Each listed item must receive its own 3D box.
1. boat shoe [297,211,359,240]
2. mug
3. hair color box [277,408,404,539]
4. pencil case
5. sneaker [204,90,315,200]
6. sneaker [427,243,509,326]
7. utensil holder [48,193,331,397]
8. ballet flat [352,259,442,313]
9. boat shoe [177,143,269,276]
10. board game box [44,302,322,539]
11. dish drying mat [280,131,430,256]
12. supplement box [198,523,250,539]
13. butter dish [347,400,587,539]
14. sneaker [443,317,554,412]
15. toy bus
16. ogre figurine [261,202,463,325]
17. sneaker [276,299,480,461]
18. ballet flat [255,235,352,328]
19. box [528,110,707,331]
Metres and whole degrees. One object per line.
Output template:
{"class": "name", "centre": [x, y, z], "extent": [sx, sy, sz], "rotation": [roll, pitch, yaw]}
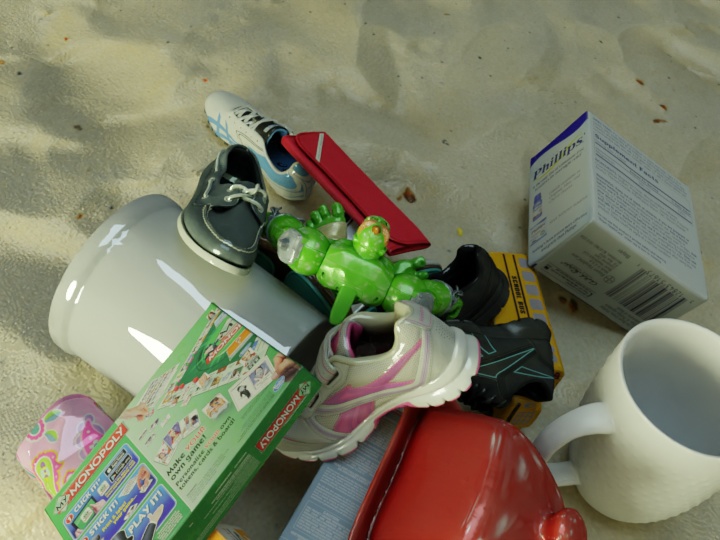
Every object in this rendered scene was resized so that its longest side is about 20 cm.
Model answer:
{"class": "boat shoe", "centre": [-0.056, -0.023, 0.911], "extent": [0.068, 0.074, 0.200], "rotation": [40, 59, 1]}
{"class": "mug", "centre": [0.251, 0.158, 0.772], "extent": [0.198, 0.176, 0.148], "rotation": [-3, 50, -18]}
{"class": "hair color box", "centre": [-0.013, 0.199, 0.711], "extent": [0.060, 0.099, 0.200], "rotation": [26, 48, 10]}
{"class": "pencil case", "centre": [-0.199, 0.194, 0.676], "extent": [0.200, 0.088, 0.087], "rotation": [41, 51, 21]}
{"class": "sneaker", "centre": [-0.122, -0.169, 1.021], "extent": [0.072, 0.073, 0.200], "rotation": [-29, 62, -33]}
{"class": "sneaker", "centre": [0.069, 0.054, 0.836], "extent": [0.076, 0.091, 0.200], "rotation": [26, 72, 37]}
{"class": "utensil holder", "centre": [-0.149, 0.055, 0.754], "extent": [0.199, 0.171, 0.170], "rotation": [33, 49, 10]}
{"class": "ballet flat", "centre": [0.007, 0.030, 0.893], "extent": [0.199, 0.070, 0.069], "rotation": [-33, 65, -32]}
{"class": "boat shoe", "centre": [-0.117, -0.061, 0.740], "extent": [0.072, 0.062, 0.200], "rotation": [28, 18, -19]}
{"class": "board game box", "centre": [-0.132, 0.129, 0.595], "extent": [0.200, 0.029, 0.134], "rotation": [-52, 41, -10]}
{"class": "dish drying mat", "centre": [-0.006, -0.092, 0.932], "extent": [0.076, 0.018, 0.200], "rotation": [-11, 51, -48]}
{"class": "supplement box", "centre": [-0.115, 0.292, 0.557], "extent": [0.126, 0.074, 0.200], "rotation": [37, 80, 18]}
{"class": "butter dish", "centre": [0.108, 0.208, 0.655], "extent": [0.200, 0.147, 0.201], "rotation": [56, 44, -27]}
{"class": "sneaker", "centre": [0.103, 0.089, 0.764], "extent": [0.198, 0.075, 0.080], "rotation": [-1, 70, -25]}
{"class": "toy bus", "centre": [0.165, 0.075, 0.896], "extent": [0.078, 0.065, 0.201], "rotation": [5, 48, -14]}
{"class": "ogre figurine", "centre": [0.000, 0.000, 0.734], "extent": [0.200, 0.098, 0.120], "rotation": [44, 7, -4]}
{"class": "sneaker", "centre": [-0.006, 0.082, 0.669], "extent": [0.088, 0.199, 0.082], "rotation": [48, 23, -26]}
{"class": "ballet flat", "centre": [-0.067, 0.001, 0.827], "extent": [0.199, 0.068, 0.072], "rotation": [36, 44, 15]}
{"class": "box", "centre": [0.303, -0.056, 0.988], "extent": [0.183, 0.105, 0.201], "rotation": [31, 45, -19]}
